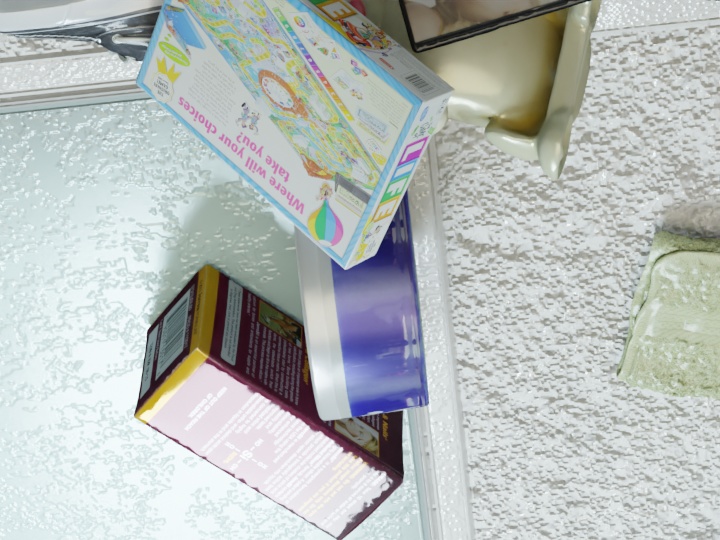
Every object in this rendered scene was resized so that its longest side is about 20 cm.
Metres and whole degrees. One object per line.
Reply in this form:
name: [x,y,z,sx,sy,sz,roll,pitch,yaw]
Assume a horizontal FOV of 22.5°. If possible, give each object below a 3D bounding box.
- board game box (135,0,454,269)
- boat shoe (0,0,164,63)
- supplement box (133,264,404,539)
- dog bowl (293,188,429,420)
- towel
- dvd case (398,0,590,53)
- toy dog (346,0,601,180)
board game box: [-0.047,-0.116,1.138,0.200,0.034,0.135,41,128,19]
boat shoe: [-0.153,-0.173,1.228,0.198,0.072,0.068,-9,123,-2]
supplement box: [-0.066,0.102,1.385,0.199,0.111,0.086,34,119,-21]
dog bowl: [0.000,0.000,1.262,0.078,0.201,0.202,-6,124,1]
towel: [0.304,0.042,1.389,0.197,0.037,0.150,6,125,-3]
dvd case: [0.106,-0.226,1.078,0.198,0.018,0.144,-16,98,6]
toy dog: [0.054,-0.158,1.194,0.198,0.194,0.141,13,104,7]
